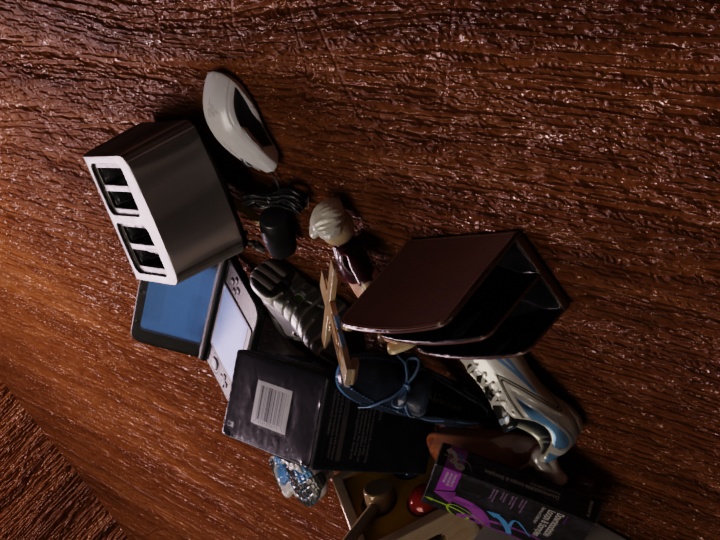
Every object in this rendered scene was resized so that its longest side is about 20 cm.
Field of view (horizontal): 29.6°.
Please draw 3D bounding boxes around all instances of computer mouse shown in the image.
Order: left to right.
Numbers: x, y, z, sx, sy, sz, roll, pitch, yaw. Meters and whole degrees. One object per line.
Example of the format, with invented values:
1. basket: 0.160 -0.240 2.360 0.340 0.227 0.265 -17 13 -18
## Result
1. computer mouse: -0.135 -0.141 1.583 0.109 0.044 0.201 17 145 47

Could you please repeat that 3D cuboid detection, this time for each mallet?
1. mallet: -0.158 -0.090 1.718 0.199 0.041 0.066 37 155 24

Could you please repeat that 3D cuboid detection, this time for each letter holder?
1. letter holder: 0.090 0.046 1.414 0.101 0.142 0.199 52 154 -19

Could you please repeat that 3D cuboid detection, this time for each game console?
1. game console: -0.229 0.076 1.905 0.176 0.115 0.201 57 144 37

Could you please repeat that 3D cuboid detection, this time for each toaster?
1. toaster: -0.237 -0.085 1.691 0.199 0.118 0.182 7 124 58

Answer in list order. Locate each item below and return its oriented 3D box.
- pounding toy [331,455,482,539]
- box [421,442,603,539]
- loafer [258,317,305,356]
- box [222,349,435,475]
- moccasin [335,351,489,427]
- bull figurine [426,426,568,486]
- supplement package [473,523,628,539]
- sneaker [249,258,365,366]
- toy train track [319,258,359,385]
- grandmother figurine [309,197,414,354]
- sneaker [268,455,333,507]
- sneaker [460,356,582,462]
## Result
1. pounding toy: 0.043 0.324 1.788 0.143 0.199 0.185 63 180 -37
2. box: 0.177 0.277 1.627 0.198 0.036 0.143 19 152 5
3. loafer: -0.118 0.132 1.968 0.200 0.070 0.070 40 154 15
4. box: -0.038 0.181 1.751 0.199 0.119 0.196 10 -179 -41
5. moccasin: 0.069 0.139 1.633 0.198 0.081 0.068 13 174 -25
6. bull figurine: 0.176 0.236 1.664 0.198 0.065 0.122 9 143 36
7. supplement package: 0.244 0.393 1.719 0.199 0.156 0.111 25 151 34
8. sneaker: -0.059 0.073 1.795 0.200 0.075 0.116 43 163 27
9. toy train track: -0.018 0.064 1.614 0.201 0.032 0.116 -106 19 -55
10. grandmother figurine: 0.000 0.000 1.589 0.201 0.060 0.121 60 166 -28
11. sneaker: -0.063 0.259 1.812 0.076 0.086 0.200 68 166 -4
12. sneaker: 0.162 0.131 1.527 0.200 0.072 0.072 44 158 3
